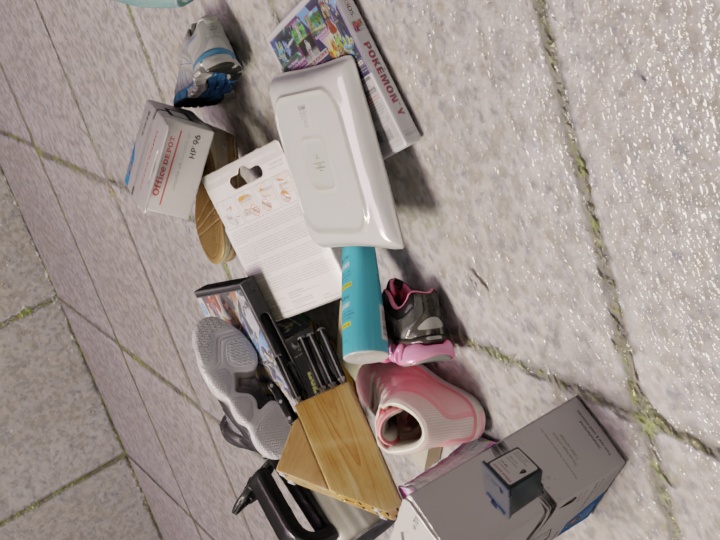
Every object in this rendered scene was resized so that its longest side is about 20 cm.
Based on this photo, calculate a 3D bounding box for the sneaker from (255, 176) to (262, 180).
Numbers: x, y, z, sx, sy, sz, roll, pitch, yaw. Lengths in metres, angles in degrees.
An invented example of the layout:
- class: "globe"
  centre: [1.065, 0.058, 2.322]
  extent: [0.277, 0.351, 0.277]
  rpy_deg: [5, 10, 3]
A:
- class: "sneaker"
  centre: [-0.121, -0.040, 1.687]
  extent: [0.090, 0.070, 0.201]
  rpy_deg: [32, 145, 47]

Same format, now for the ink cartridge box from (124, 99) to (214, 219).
- class: "ink cartridge box"
  centre: [-0.237, -0.136, 1.614]
  extent: [0.200, 0.067, 0.117]
  rpy_deg: [-135, 61, -68]

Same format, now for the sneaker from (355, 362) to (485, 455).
- class: "sneaker"
  centre: [0.038, 0.151, 1.467]
  extent: [0.200, 0.104, 0.076]
  rpy_deg: [20, 114, 48]

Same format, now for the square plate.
- class: "square plate"
  centre: [-0.034, -0.115, 1.362]
  extent: [0.200, 0.028, 0.200]
  rpy_deg: [3, 112, 62]

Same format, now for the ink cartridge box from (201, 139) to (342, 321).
- class: "ink cartridge box"
  centre: [-0.090, -0.049, 1.560]
  extent: [0.160, 0.050, 0.201]
  rpy_deg: [-20, 97, 45]

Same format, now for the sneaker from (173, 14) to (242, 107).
- class: "sneaker"
  centre: [-0.193, -0.260, 1.615]
  extent: [0.200, 0.074, 0.087]
  rpy_deg: [150, 109, -68]

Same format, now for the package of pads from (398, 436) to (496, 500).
- class: "package of pads"
  centre: [0.133, 0.299, 1.446]
  extent: [0.076, 0.120, 0.201]
  rpy_deg: [0, 115, 62]

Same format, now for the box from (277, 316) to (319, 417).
- class: "box"
  centre: [-0.107, 0.121, 1.732]
  extent: [0.200, 0.051, 0.159]
  rpy_deg: [26, 138, 56]

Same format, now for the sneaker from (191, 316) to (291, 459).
- class: "sneaker"
  centre: [-0.161, 0.158, 1.658]
  extent: [0.201, 0.075, 0.114]
  rpy_deg: [57, 154, 2]

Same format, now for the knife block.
- class: "knife block"
  centre: [-0.017, 0.169, 1.476]
  extent: [0.199, 0.177, 0.064]
  rpy_deg: [18, 165, 15]

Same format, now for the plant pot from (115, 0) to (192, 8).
- class: "plant pot"
  centre: [-0.207, -0.387, 1.333]
  extent: [0.200, 0.195, 0.197]
  rpy_deg: [41, 152, 20]

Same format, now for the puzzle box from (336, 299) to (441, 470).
- class: "puzzle box"
  centre: [0.037, 0.137, 1.602]
  extent: [0.200, 0.025, 0.133]
  rpy_deg: [51, 155, 26]

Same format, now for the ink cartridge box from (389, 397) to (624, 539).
- class: "ink cartridge box"
  centre: [0.136, 0.226, 1.244]
  extent: [0.086, 0.199, 0.147]
  rpy_deg: [52, 157, 23]

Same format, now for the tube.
- class: "tube"
  centre: [0.000, 0.000, 1.427]
  extent: [0.077, 0.050, 0.202]
  rpy_deg: [132, 137, -62]

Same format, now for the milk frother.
- class: "milk frother"
  centre: [-0.075, 0.337, 1.877]
  extent: [0.189, 0.180, 0.200]
  rpy_deg: [55, 154, 18]

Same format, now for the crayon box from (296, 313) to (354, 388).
- class: "crayon box"
  centre: [-0.062, 0.141, 1.795]
  extent: [0.200, 0.051, 0.128]
  rpy_deg: [41, 150, 44]

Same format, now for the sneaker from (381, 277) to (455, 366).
- class: "sneaker"
  centre: [0.040, 0.056, 1.457]
  extent: [0.200, 0.078, 0.096]
  rpy_deg: [-5, 95, 64]

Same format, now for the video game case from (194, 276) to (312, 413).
- class: "video game case"
  centre: [-0.139, 0.098, 1.673]
  extent: [0.182, 0.025, 0.200]
  rpy_deg: [65, 157, -7]

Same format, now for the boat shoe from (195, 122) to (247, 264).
- class: "boat shoe"
  centre: [-0.173, -0.100, 1.674]
  extent: [0.074, 0.069, 0.202]
  rpy_deg: [-39, 53, 47]

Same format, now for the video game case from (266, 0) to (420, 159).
- class: "video game case"
  centre: [-0.022, -0.193, 1.348]
  extent: [0.183, 0.023, 0.200]
  rpy_deg: [63, 158, -3]
